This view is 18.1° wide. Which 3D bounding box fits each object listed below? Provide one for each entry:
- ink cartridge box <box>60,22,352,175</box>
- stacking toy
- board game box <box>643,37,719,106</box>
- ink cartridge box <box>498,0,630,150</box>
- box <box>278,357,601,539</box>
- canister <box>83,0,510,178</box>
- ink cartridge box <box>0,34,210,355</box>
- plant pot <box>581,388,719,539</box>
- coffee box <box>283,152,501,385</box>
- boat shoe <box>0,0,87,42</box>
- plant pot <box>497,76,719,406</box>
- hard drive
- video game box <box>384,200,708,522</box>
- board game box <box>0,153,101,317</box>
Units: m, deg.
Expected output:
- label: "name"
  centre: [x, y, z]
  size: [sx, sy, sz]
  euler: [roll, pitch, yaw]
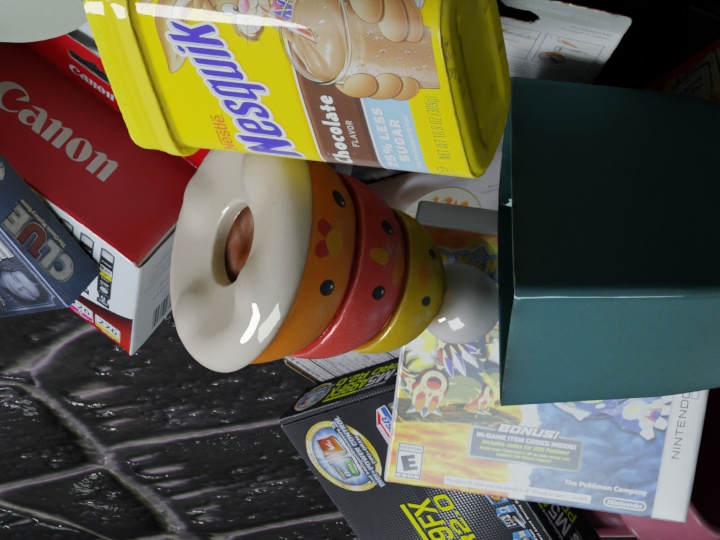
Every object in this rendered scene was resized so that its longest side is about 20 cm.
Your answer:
- label: "ink cartridge box"
  centre: [-0.094, -0.102, 1.387]
  size: [0.196, 0.043, 0.200]
  euler: [31, 153, 7]
- label: "stacking toy"
  centre: [0.000, 0.000, 1.330]
  size: [0.199, 0.147, 0.146]
  euler: [12, 154, -31]
- label: "board game box"
  centre: [0.232, -0.067, 1.363]
  size: [0.151, 0.047, 0.200]
  euler: [22, 149, -25]
- label: "ink cartridge box"
  centre: [0.059, -0.136, 1.316]
  size: [0.162, 0.057, 0.200]
  euler: [12, 154, -6]
- label: "box"
  centre: [0.059, 0.153, 1.552]
  size: [0.160, 0.044, 0.201]
  euler: [-19, 111, 42]
- label: "canister"
  centre: [-0.030, -0.122, 1.195]
  size: [0.199, 0.087, 0.149]
  euler: [7, 141, 21]
- label: "ink cartridge box"
  centre: [-0.193, -0.067, 1.416]
  size: [0.200, 0.084, 0.176]
  euler: [35, 154, 10]
- label: "plant pot"
  centre: [0.158, 0.109, 1.604]
  size: [0.178, 0.201, 0.200]
  euler: [-15, 146, 24]
- label: "coffee box"
  centre: [0.039, 0.001, 1.543]
  size: [0.199, 0.115, 0.080]
  euler: [-13, 146, 36]
- label: "boat shoe"
  centre: [-0.240, -0.177, 1.319]
  size: [0.200, 0.072, 0.070]
  euler: [2, 161, 26]
- label: "plant pot"
  centre: [0.180, -0.014, 1.289]
  size: [0.199, 0.142, 0.142]
  euler: [0, 151, 1]
- label: "hard drive"
  centre: [0.244, -0.088, 1.407]
  size: [0.199, 0.033, 0.139]
  euler: [20, 150, -22]
- label: "video game box"
  centre: [0.123, 0.058, 1.425]
  size: [0.199, 0.047, 0.183]
  euler: [7, 110, 3]
- label: "board game box"
  centre: [-0.262, -0.056, 1.388]
  size: [0.200, 0.035, 0.135]
  euler: [51, 151, -19]
